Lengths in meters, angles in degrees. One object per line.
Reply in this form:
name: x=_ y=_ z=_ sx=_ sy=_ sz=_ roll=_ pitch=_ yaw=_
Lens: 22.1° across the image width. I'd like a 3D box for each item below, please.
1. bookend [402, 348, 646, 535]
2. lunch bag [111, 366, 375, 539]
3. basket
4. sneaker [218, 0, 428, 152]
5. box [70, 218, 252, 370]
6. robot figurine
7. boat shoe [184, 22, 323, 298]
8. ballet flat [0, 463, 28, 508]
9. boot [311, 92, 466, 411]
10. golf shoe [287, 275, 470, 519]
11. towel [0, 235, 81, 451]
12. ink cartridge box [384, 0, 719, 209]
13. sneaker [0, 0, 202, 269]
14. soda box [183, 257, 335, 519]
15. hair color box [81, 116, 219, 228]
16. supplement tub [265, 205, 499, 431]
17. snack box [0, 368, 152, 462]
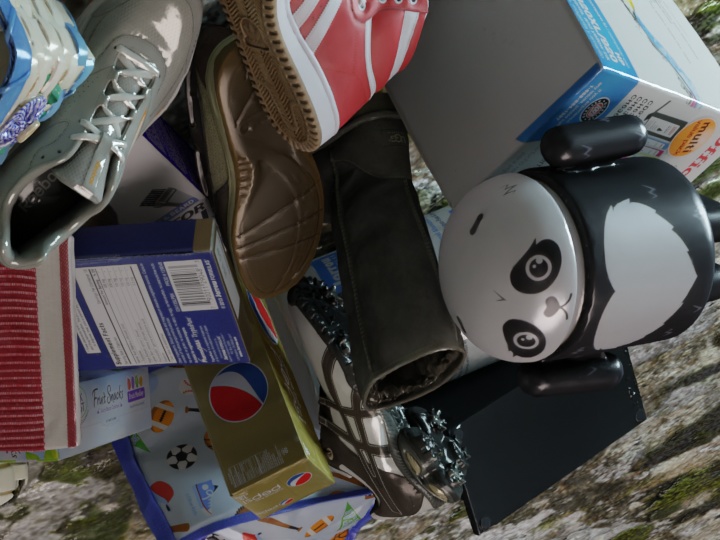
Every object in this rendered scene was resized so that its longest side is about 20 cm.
bookend: x=0.092 y=0.116 z=1.523 sx=0.199 sy=0.093 sz=0.198 roll=-29 pitch=-160 yaw=-33
lunch bag: x=-0.103 y=0.154 z=1.504 sx=0.199 sy=0.171 sz=0.124 roll=-5 pitch=143 yaw=-37
basket: x=-0.246 y=-0.111 z=0.965 sx=0.176 sy=0.140 sz=0.200 roll=-41 pitch=159 yaw=26
sneaker: x=-0.026 y=-0.182 z=1.103 sx=0.112 sy=0.071 sz=0.201 roll=-39 pitch=132 yaw=-26
box: x=-0.178 y=0.020 z=1.189 sx=0.198 sy=0.033 sz=0.121 roll=-5 pitch=142 yaw=7
robot figurine: x=0.147 y=-0.007 z=1.184 sx=0.199 sy=0.151 sz=0.125 roll=-7 pitch=163 yaw=-30
boat shoe: x=-0.072 y=-0.074 z=1.206 sx=0.073 sy=0.065 sz=0.201 roll=-24 pitch=131 yaw=-25
ballet flat: x=-0.288 y=0.154 z=1.388 sx=0.072 sy=0.072 sz=0.200 roll=-28 pitch=179 yaw=2
boot: x=-0.002 y=0.001 z=1.278 sx=0.072 sy=0.201 sz=0.182 roll=-5 pitch=160 yaw=-32
golf shoe: x=-0.008 y=0.101 z=1.354 sx=0.094 sy=0.201 sz=0.078 roll=-31 pitch=-172 yaw=25
towel: x=-0.272 y=0.041 z=1.150 sx=0.198 sy=0.023 sz=0.145 roll=2 pitch=106 yaw=6
ink cartridge box: x=0.140 y=-0.124 z=1.272 sx=0.147 sy=0.145 sz=0.199 roll=-43 pitch=148 yaw=27
sneaker: x=-0.149 y=-0.080 z=1.059 sx=0.075 sy=0.092 sz=0.201 roll=31 pitch=97 yaw=-28
soda box: x=-0.088 y=0.074 z=1.345 sx=0.064 sy=0.201 sz=0.068 roll=-26 pitch=153 yaw=7
hair color box: x=-0.166 y=-0.053 z=1.215 sx=0.109 sy=0.065 sz=0.200 roll=-30 pitch=150 yaw=8
supplement tub: x=0.035 y=0.032 z=1.459 sx=0.199 sy=0.132 sz=0.132 roll=-21 pitch=152 yaw=-11
snack box: x=-0.241 y=0.098 z=1.281 sx=0.141 sy=0.053 sz=0.200 roll=-4 pitch=-179 yaw=12
